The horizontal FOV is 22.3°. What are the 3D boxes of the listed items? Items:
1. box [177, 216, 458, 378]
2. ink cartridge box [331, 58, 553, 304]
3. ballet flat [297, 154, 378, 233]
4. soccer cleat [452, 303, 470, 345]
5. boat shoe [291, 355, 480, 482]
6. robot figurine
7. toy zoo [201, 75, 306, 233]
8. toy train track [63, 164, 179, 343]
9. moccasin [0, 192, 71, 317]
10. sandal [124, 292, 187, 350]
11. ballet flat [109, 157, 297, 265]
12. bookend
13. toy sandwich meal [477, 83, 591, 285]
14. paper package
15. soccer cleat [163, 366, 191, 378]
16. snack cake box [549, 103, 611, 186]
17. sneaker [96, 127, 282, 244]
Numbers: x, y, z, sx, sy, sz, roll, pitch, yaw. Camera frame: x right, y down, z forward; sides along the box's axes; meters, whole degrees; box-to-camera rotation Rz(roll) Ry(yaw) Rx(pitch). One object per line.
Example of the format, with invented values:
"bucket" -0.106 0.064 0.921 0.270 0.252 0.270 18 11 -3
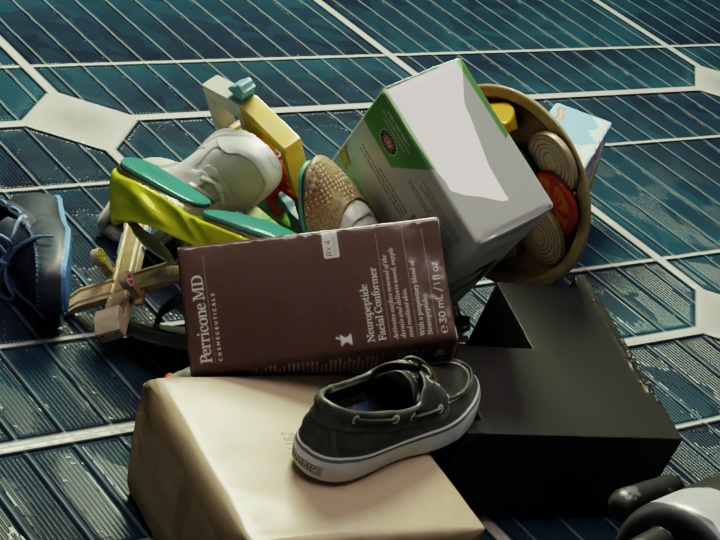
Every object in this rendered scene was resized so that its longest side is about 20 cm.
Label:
"box" -0.033 0.026 1.367 0.200 0.075 0.100 -8 72 -3
"ink cartridge box" 0.051 -0.055 1.488 0.084 0.200 0.145 -26 78 -28
"ballet flat" 0.000 0.000 1.458 0.065 0.200 0.071 8 36 31
"soccer cleat" 0.040 0.079 1.564 0.084 0.065 0.200 -8 26 19
"boat shoe" 0.028 0.094 1.294 0.069 0.057 0.200 31 29 25
"robot figurine" 0.264 0.217 1.343 0.200 0.125 0.151 -14 82 -43
"toy zoo" -0.086 -0.095 1.668 0.020 0.200 0.131 -35 49 -19
"toy train track" -0.199 -0.024 1.539 0.115 0.033 0.200 -16 40 20
"moccasin" -0.281 -0.011 1.542 0.068 0.081 0.200 2 16 -15
"sandal" -0.107 0.045 1.485 0.200 0.048 0.075 7 -1 27
"ballet flat" -0.128 -0.029 1.473 0.200 0.067 0.067 26 14 30
"bookend" 0.122 0.096 1.481 0.200 0.092 0.199 4 39 -27
"toy sandwich meal" 0.106 -0.065 1.570 0.205 0.205 0.070 34 40 31
"paper package" -0.043 0.166 1.291 0.190 0.104 0.200 0 30 -28
"soccer cleat" -0.071 0.108 1.418 0.200 0.069 0.078 1 19 -34
"snack cake box" 0.193 -0.082 1.869 0.067 0.115 0.200 21 28 10
"sneaker" -0.155 -0.061 1.631 0.200 0.078 0.099 -18 26 40
